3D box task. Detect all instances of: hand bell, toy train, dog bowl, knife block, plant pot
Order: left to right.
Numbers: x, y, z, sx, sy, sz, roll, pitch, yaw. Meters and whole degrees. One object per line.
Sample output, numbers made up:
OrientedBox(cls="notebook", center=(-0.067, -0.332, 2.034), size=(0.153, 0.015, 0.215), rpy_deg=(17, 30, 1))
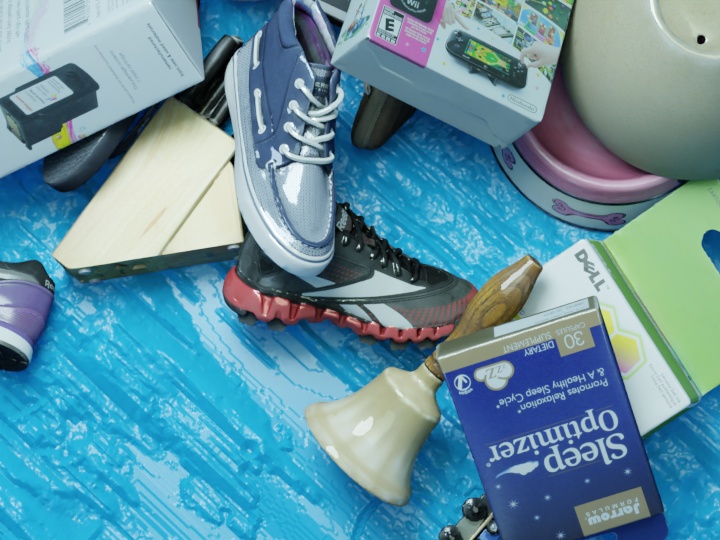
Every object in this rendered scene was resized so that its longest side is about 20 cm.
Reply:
OrientedBox(cls="knife block", center=(-0.145, -0.092, 1.686), size=(0.198, 0.064, 0.177), rpy_deg=(-9, 79, 0))
OrientedBox(cls="toy train", center=(0.047, 0.246, 1.636), size=(0.046, 0.034, 0.200), rpy_deg=(40, 84, 4))
OrientedBox(cls="hand bell", center=(0.061, 0.065, 1.603), size=(0.104, 0.104, 0.200), rpy_deg=(43, 102, 8))
OrientedBox(cls="dog bowl", center=(0.194, -0.135, 1.679), size=(0.198, 0.074, 0.202), rpy_deg=(0, 80, 2))
OrientedBox(cls="plant pot", center=(0.247, -0.179, 1.581), size=(0.198, 0.135, 0.202), rpy_deg=(0, 79, 1))

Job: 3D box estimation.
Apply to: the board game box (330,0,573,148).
OrientedBox(cls="board game box", center=(0.080, -0.212, 1.601), size=(0.147, 0.064, 0.201), rpy_deg=(25, 64, -17))

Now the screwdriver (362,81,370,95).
OrientedBox(cls="screwdriver", center=(-0.014, -0.221, 1.702), size=(0.029, 0.028, 0.202), rpy_deg=(-16, 64, 22))

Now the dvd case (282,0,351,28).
OrientedBox(cls="dvd case", center=(-0.054, -0.282, 1.632), size=(0.199, 0.025, 0.151), rpy_deg=(22, 82, -22))

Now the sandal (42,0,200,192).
OrientedBox(cls="sandal", center=(-0.173, -0.136, 1.675), size=(0.043, 0.076, 0.201), rpy_deg=(47, 59, -31))

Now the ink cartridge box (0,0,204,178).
OrientedBox(cls="ink cartridge box", center=(-0.225, -0.169, 1.637), size=(0.199, 0.083, 0.146), rpy_deg=(-24, 39, 13))

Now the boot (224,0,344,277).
OrientedBox(cls="boot", center=(-0.046, -0.101, 1.577), size=(0.072, 0.090, 0.201), rpy_deg=(5, 55, -34))

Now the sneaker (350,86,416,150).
OrientedBox(cls="sneaker", center=(0.066, -0.171, 1.683), size=(0.075, 0.070, 0.201), rpy_deg=(29, 97, -6))

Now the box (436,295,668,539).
OrientedBox(cls="box", center=(0.142, 0.129, 1.574), size=(0.120, 0.032, 0.201), rpy_deg=(-18, 109, 8))

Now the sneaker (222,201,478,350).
OrientedBox(cls="sneaker", center=(0.000, 0.000, 1.640), size=(0.199, 0.071, 0.099), rpy_deg=(9, 116, -7))

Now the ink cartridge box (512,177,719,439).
OrientedBox(cls="ink cartridge box", center=(0.209, 0.036, 1.620), size=(0.199, 0.076, 0.148), rpy_deg=(-35, 81, 14))

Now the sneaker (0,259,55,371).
OrientedBox(cls="sneaker", center=(-0.332, 0.005, 1.680), size=(0.199, 0.076, 0.088), rpy_deg=(20, 66, 1))
